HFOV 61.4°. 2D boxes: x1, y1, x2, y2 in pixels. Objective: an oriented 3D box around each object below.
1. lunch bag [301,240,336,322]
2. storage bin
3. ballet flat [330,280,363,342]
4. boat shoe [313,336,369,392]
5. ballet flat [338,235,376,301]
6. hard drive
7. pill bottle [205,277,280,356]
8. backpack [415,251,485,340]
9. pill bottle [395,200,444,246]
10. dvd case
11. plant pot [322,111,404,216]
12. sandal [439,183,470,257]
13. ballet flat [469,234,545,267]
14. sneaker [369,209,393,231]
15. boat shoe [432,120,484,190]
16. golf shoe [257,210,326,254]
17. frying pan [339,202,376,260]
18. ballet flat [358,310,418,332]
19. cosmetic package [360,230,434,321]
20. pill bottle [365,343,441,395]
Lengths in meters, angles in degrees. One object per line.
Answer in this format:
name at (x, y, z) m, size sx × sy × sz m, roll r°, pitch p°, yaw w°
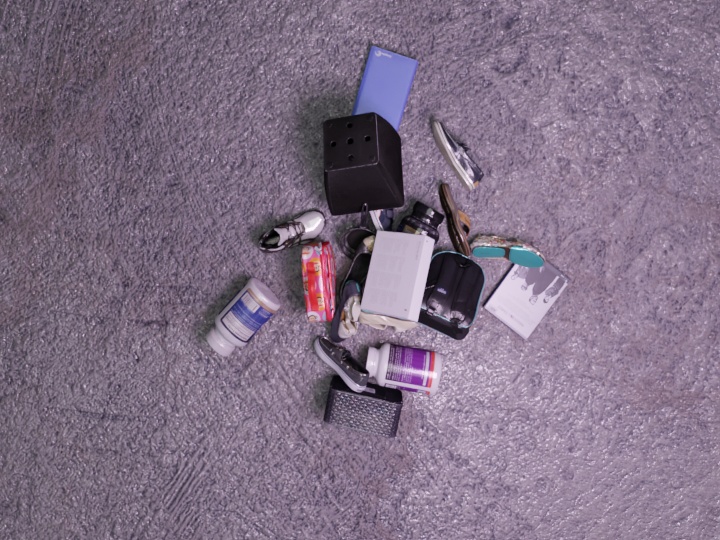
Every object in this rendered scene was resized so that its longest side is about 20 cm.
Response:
lunch bag at (-0.110, 0.028, 1.564) m, size 0.080 × 0.176 × 0.206 m, roll -4°, pitch 97°, yaw 5°
storage bin at (0.008, 0.358, 1.610) m, size 0.195 × 0.135 × 0.096 m, roll 12°, pitch 96°, yaw 1°
ballet flat at (-0.033, 0.124, 1.588) m, size 0.071 × 0.073 × 0.204 m, roll 16°, pitch 119°, yaw 1°
boat shoe at (-0.046, 0.234, 1.601) m, size 0.199 × 0.068 × 0.057 m, roll 42°, pitch 114°, yaw 30°
ballet flat at (0.000, 0.000, 1.592) m, size 0.065 × 0.057 × 0.203 m, roll 22°, pitch 114°, yaw -9°
hard drive at (0.061, -0.465, 1.587) m, size 0.129 × 0.025 × 0.205 m, roll 17°, pitch 96°, yaw 1°
pill bottle at (-0.316, 0.128, 1.614) m, size 0.111 × 0.111 × 0.200 m, roll 44°, pitch 95°, yaw -2°
backpack at (0.225, 0.061, 1.557) m, size 0.172 × 0.154 × 0.203 m, roll 21°, pitch 65°, yaw 8°
pill bottle at (0.137, -0.071, 1.578) m, size 0.110 × 0.112 × 0.203 m, roll 26°, pitch 96°, yaw -1°
dvd case at (0.443, 0.061, 1.623) m, size 0.149 × 0.025 × 0.202 m, roll 36°, pitch 96°, yaw -2°
plant pot at (-0.006, -0.271, 1.487) m, size 0.194 × 0.178 × 0.205 m, roll -6°, pitch 72°, yaw 12°
sandal at (0.257, -0.134, 1.593) m, size 0.053 × 0.082 × 0.205 m, roll -17°, pitch 87°, yaw -9°
ballet flat at (0.385, -0.059, 1.584) m, size 0.195 × 0.065 × 0.077 m, roll 12°, pitch 138°, yaw 8°
sneaker at (0.058, -0.174, 1.588) m, size 0.078 × 0.078 × 0.204 m, roll -20°, pitch 93°, yaw 9°
boat shoe at (0.252, -0.305, 1.573) m, size 0.062 × 0.075 × 0.202 m, roll -35°, pitch 98°, yaw 0°
golf shoe at (-0.180, -0.096, 1.598) m, size 0.197 × 0.095 × 0.079 m, roll -27°, pitch 93°, yaw 3°
frying pan at (-0.010, -0.098, 1.576) m, size 0.112 × 0.031 × 0.192 m, roll -9°, pitch 131°, yaw 15°
ballet flat at (0.083, 0.131, 1.630) m, size 0.195 × 0.069 × 0.071 m, roll 10°, pitch 96°, yaw 3°
cosmetic package at (0.090, 0.011, 1.488) m, size 0.148 × 0.051 × 0.205 m, roll 9°, pitch 83°, yaw 41°
pill bottle at (0.112, 0.258, 1.610) m, size 0.195 × 0.112 × 0.116 m, roll 10°, pitch 96°, yaw 1°
